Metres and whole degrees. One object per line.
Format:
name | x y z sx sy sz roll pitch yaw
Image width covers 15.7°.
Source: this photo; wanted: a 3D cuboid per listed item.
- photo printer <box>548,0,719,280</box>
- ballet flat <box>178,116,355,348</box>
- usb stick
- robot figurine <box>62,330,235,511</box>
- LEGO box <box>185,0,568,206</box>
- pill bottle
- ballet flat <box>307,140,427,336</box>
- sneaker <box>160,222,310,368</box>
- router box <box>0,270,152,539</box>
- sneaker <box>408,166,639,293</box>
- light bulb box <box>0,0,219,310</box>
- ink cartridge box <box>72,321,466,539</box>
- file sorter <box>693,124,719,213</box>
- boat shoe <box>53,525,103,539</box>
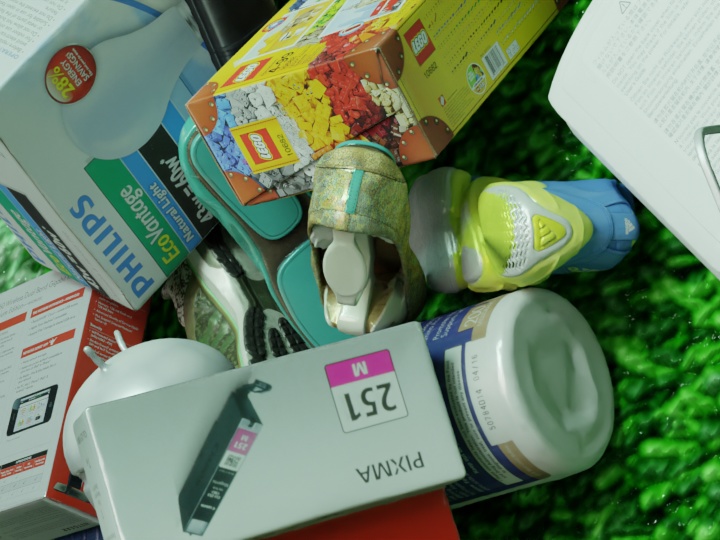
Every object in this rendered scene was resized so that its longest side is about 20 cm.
photo printer | 0.205 -0.107 1.473 0.166 0.069 0.200 -54 52 16
ballet flat | -0.044 -0.024 1.633 0.067 0.200 0.070 -37 18 1
usb stick | -0.060 -0.118 1.631 0.055 0.200 0.033 -41 38 -25
robot figurine | -0.096 0.123 1.513 0.113 0.170 0.200 -33 91 -2
LEGO box | 0.014 -0.133 1.562 0.149 0.200 0.077 -13 115 37
pill bottle | 0.040 0.087 1.541 0.200 0.111 0.111 -20 67 36
ballet flat | 0.000 0.000 1.521 0.071 0.200 0.071 -2 61 3
sneaker | -0.078 0.056 1.686 0.089 0.077 0.200 -50 45 32
router box | -0.228 0.097 1.756 0.200 0.049 0.180 -20 51 48
sneaker | 0.100 -0.022 1.551 0.200 0.105 0.076 -161 71 -70
light bulb box | -0.159 -0.120 1.654 0.200 0.198 0.125 -49 41 -16
ink cartridge box | -0.038 0.136 1.418 0.044 0.200 0.174 138 116 -69
file sorter | 0.289 -0.050 1.305 0.200 0.125 0.139 -23 86 21
boat shoe | -0.122 0.159 1.686 0.200 0.072 0.072 -13 68 46
